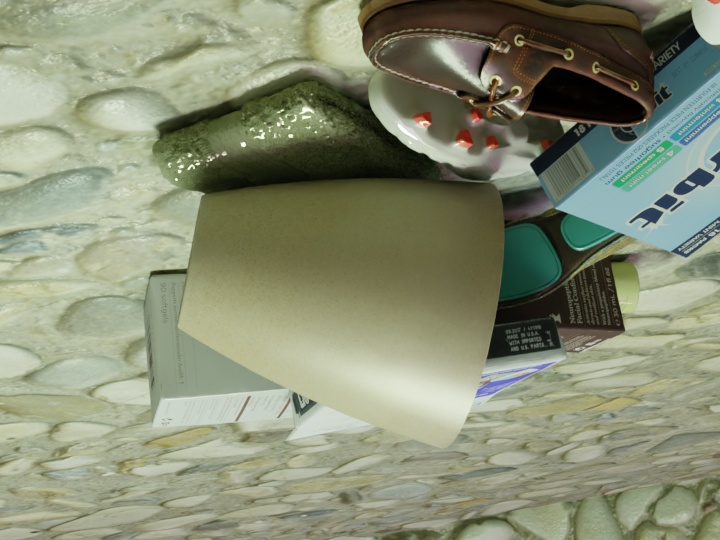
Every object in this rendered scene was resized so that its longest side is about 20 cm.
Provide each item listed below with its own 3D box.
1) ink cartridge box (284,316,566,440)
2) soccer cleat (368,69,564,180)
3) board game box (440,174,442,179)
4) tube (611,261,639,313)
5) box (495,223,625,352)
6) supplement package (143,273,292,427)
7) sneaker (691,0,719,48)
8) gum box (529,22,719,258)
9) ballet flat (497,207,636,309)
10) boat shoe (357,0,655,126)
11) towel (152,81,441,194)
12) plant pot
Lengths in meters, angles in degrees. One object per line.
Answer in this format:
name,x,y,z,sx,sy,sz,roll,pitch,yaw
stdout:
ink cartridge box,0.044,0.092,1.169,0.196,0.044,0.200,-8,165,-19
soccer cleat,0.066,-0.093,0.939,0.077,0.070,0.199,-19,162,40
board game box,0.000,0.000,1.128,0.199,0.106,0.023,-23,175,37
tube,0.171,0.017,1.350,0.198,0.052,0.058,-1,122,-10
box,0.135,0.015,1.239,0.198,0.101,0.075,2,159,-31
supplement package,-0.094,0.070,1.277,0.198,0.118,0.117,-4,161,-14
sneaker,0.182,-0.184,0.712,0.107,0.068,0.202,-3,158,-12
gum box,0.240,-0.090,0.971,0.170,0.045,0.199,-41,149,25
ballet flat,0.165,-0.021,1.152,0.199,0.071,0.071,-29,158,9
boat shoe,0.095,-0.126,0.844,0.198,0.071,0.070,1,161,-21
towel,-0.039,-0.075,0.993,0.147,0.037,0.200,-18,159,25
plant pot,-0.022,0.013,0.963,0.198,0.189,0.187,11,159,-8
